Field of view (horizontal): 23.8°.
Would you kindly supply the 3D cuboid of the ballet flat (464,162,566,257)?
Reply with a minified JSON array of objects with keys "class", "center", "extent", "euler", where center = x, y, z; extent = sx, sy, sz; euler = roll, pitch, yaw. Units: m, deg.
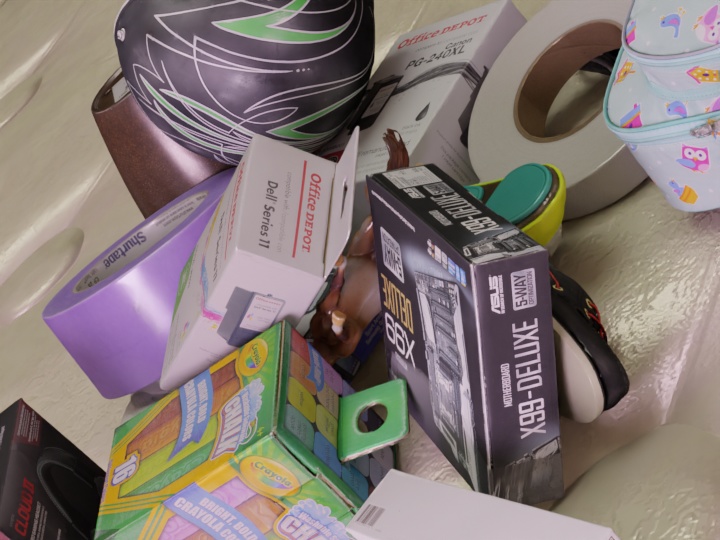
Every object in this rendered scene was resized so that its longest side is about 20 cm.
[{"class":"ballet flat","center":[0.102,-0.032,1.200],"extent":[0.067,0.067,0.200],"euler":[-58,20,-17]}]

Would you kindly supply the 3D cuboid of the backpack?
[{"class":"backpack","center":[0.246,-0.135,1.065],"extent":[0.200,0.153,0.176],"euler":[-25,35,47]}]

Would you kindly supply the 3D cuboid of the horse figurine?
[{"class":"horse figurine","center":[0.000,0.000,1.204],"extent":[0.133,0.050,0.200],"euler":[99,-165,-61]}]

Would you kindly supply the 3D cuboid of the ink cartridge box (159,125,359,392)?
[{"class":"ink cartridge box","center":[-0.070,-0.009,1.176],"extent":[0.117,0.067,0.200],"euler":[-85,21,-44]}]

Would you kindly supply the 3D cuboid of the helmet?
[{"class":"helmet","center":[-0.091,-0.177,1.371],"extent":[0.200,0.200,0.191],"euler":[-19,33,42]}]

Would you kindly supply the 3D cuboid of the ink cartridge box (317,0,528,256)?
[{"class":"ink cartridge box","center":[0.055,-0.114,1.386],"extent":[0.145,0.083,0.200],"euler":[-11,41,51]}]

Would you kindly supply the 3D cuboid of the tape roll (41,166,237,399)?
[{"class":"tape roll","center":[-0.152,0.009,1.372],"extent":[0.200,0.085,0.200],"euler":[-34,12,8]}]

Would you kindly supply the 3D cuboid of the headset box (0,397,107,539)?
[{"class":"headset box","center":[-0.204,0.193,1.145],"extent":[0.077,0.200,0.149],"euler":[-36,25,15]}]

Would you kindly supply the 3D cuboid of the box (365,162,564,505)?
[{"class":"box","center":[0.062,0.035,1.056],"extent":[0.050,0.158,0.200],"euler":[-11,21,-14]}]

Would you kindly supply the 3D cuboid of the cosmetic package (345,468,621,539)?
[{"class":"cosmetic package","center":[0.081,0.162,0.915],"extent":[0.051,0.083,0.200],"euler":[-49,26,-20]}]

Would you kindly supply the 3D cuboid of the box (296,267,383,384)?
[{"class":"box","center":[-0.043,0.048,1.331],"extent":[0.200,0.041,0.119],"euler":[0,48,53]}]

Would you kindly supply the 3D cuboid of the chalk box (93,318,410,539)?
[{"class":"chalk box","center":[-0.056,0.130,1.114],"extent":[0.200,0.124,0.125],"euler":[-34,26,20]}]

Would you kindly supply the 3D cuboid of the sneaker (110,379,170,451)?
[{"class":"sneaker","center":[-0.130,0.125,1.310],"extent":[0.200,0.078,0.100],"euler":[-17,41,59]}]

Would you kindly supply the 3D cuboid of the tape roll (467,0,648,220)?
[{"class":"tape roll","center":[0.165,-0.129,1.254],"extent":[0.203,0.037,0.203],"euler":[-30,40,30]}]

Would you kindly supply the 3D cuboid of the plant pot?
[{"class":"plant pot","center":[-0.137,-0.103,1.516],"extent":[0.187,0.200,0.187],"euler":[-33,27,19]}]

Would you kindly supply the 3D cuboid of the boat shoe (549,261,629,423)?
[{"class":"boat shoe","center":[0.121,0.033,1.061],"extent":[0.063,0.074,0.201],"euler":[-16,20,-11]}]

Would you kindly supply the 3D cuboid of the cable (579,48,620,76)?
[{"class":"cable","center":[0.194,-0.170,1.307],"extent":[0.097,0.050,0.200],"euler":[-29,28,22]}]
